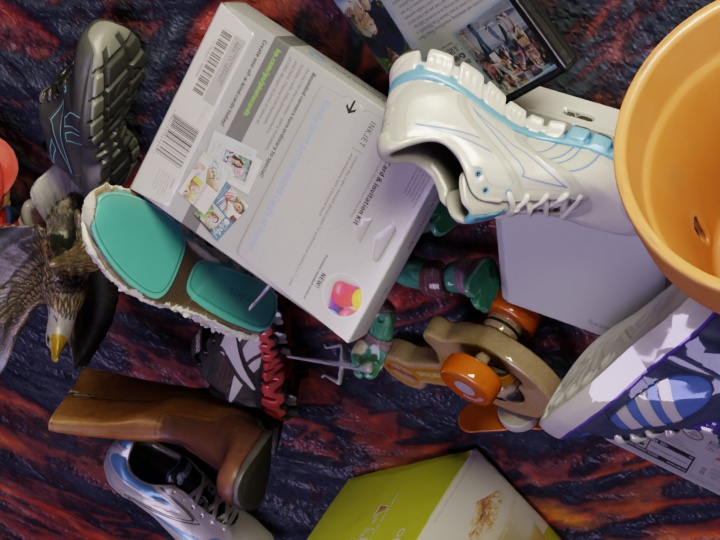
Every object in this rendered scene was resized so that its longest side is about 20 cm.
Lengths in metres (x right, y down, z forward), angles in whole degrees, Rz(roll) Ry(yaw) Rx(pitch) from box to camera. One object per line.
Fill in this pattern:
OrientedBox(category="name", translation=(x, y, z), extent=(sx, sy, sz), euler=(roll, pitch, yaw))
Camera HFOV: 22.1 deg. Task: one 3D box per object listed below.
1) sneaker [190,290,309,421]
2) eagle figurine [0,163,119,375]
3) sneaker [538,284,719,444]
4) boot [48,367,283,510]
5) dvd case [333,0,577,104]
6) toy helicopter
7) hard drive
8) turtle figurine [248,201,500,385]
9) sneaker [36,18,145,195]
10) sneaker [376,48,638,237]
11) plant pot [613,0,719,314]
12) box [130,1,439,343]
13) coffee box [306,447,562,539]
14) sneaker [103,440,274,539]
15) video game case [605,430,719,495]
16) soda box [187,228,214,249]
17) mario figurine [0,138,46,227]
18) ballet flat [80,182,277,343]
OrientedBox(category="sneaker", translation=(-0.099, 0.051, 1.542), extent=(0.097, 0.071, 0.201), euler=(8, 142, 8))
OrientedBox(category="eagle figurine", translation=(-0.262, 0.014, 1.586), extent=(0.152, 0.151, 0.200), euler=(44, 148, -11))
OrientedBox(category="sneaker", translation=(0.224, 0.094, 1.226), extent=(0.146, 0.081, 0.200), euler=(40, 135, -5))
OrientedBox(category="boot", translation=(-0.172, 0.138, 1.603), extent=(0.198, 0.189, 0.069), euler=(10, 117, 1))
OrientedBox(category="dvd case", translation=(0.034, -0.186, 1.165), extent=(0.201, 0.018, 0.142), euler=(53, 144, -9))
OrientedBox(category="toy helicopter", translation=(0.088, 0.082, 1.441), extent=(0.132, 0.079, 0.199), euler=(43, 158, -26))
OrientedBox(category="hard drive", translation=(0.153, -0.035, 1.259), extent=(0.131, 0.026, 0.201), euler=(20, 143, 25))
OrientedBox(category="turtle figurine", translation=(0.000, 0.000, 1.377), extent=(0.199, 0.101, 0.150), euler=(-15, 133, 36))
OrientedBox(category="sneaker", translation=(-0.220, -0.129, 1.444), extent=(0.079, 0.076, 0.201), euler=(32, 147, 11))
OrientedBox(category="sneaker", translation=(0.097, -0.056, 1.163), extent=(0.198, 0.087, 0.075), euler=(25, 149, -5))
OrientedBox(category="plant pot", translation=(0.251, -0.042, 1.027), extent=(0.199, 0.201, 0.140), euler=(17, 160, 28))
OrientedBox(category="box", translation=(-0.046, -0.071, 1.291), extent=(0.199, 0.041, 0.157), euler=(34, 110, 16))
OrientedBox(category="coffee box", translation=(0.056, 0.304, 1.607), extent=(0.198, 0.200, 0.199), euler=(47, 146, -16))
OrientedBox(category="sneaker", translation=(-0.169, 0.232, 1.851), extent=(0.199, 0.072, 0.073), euler=(35, 139, -3))
OrientedBox(category="video game case", translation=(0.287, 0.106, 1.285), extent=(0.199, 0.024, 0.183), euler=(26, 142, 6))
OrientedBox(category="soda box", translation=(-0.115, -0.052, 1.438), extent=(0.063, 0.071, 0.200), euler=(44, 148, 7))
OrientedBox(category="mario figurine", translation=(-0.329, -0.064, 1.648), extent=(0.122, 0.107, 0.200), euler=(-3, 157, -8))
OrientedBox(category="ballet flat", translation=(-0.147, 0.000, 1.382), extent=(0.071, 0.072, 0.200), euler=(-3, 151, 44))
